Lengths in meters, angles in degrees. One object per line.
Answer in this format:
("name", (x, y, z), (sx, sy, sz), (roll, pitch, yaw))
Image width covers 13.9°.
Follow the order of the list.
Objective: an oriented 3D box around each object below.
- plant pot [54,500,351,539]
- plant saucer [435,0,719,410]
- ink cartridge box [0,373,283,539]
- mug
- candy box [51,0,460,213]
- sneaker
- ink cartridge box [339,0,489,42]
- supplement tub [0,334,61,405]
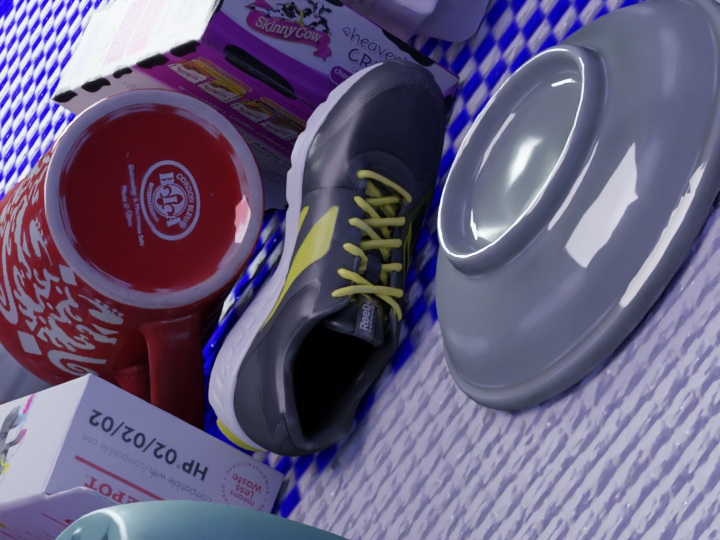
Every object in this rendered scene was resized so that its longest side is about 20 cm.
("plant pot", (-0.060, 0.183, 1.151), (0.201, 0.161, 0.201), (-48, 25, 31))
("plant saucer", (0.083, -0.039, 1.256), (0.200, 0.050, 0.200), (-46, 27, 32))
("ink cartridge box", (-0.118, 0.111, 1.428), (0.200, 0.115, 0.068), (-19, 47, 59))
("mug", (-0.103, -0.001, 1.486), (0.133, 0.178, 0.200), (-42, 0, -17))
("candy box", (-0.057, -0.094, 1.515), (0.200, 0.136, 0.061), (-12, 51, 61))
("sneaker", (0.000, 0.000, 1.380), (0.085, 0.074, 0.200), (26, 96, 62))
("ink cartridge box", (-0.016, -0.201, 1.500), (0.129, 0.200, 0.125), (-65, 5, -10))
("supplement tub", (-0.217, 0.108, 1.639), (0.200, 0.122, 0.123), (-59, 22, 8))
